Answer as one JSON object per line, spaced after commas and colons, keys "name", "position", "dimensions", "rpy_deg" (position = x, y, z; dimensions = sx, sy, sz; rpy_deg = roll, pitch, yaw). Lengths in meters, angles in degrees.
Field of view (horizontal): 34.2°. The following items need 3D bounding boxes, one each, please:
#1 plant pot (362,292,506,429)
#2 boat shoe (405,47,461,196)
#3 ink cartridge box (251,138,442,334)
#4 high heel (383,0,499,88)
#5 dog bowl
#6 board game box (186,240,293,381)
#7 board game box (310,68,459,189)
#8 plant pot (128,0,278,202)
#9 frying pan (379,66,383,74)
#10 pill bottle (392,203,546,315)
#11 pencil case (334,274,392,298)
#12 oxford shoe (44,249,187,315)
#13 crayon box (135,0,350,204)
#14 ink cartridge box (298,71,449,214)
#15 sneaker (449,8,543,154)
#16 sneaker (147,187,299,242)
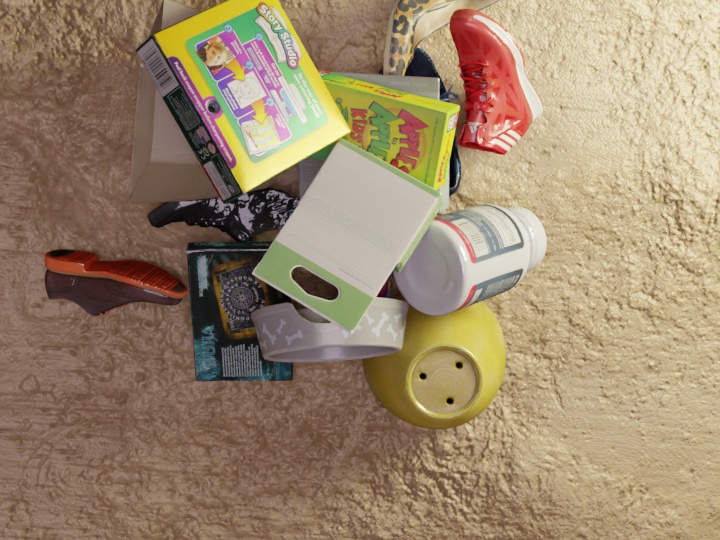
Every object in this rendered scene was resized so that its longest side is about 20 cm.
{"name": "plant pot", "position": [0.103, 0.129, 1.549], "dimensions": [0.199, 0.142, 0.201], "rpy_deg": [0, 100, -1]}
{"name": "boat shoe", "position": [0.099, -0.196, 1.521], "dimensions": [0.084, 0.069, 0.201], "rpy_deg": [-22, 95, -9]}
{"name": "ink cartridge box", "position": [-0.014, -0.039, 1.384], "dimensions": [0.145, 0.048, 0.200], "rpy_deg": [30, 80, 12]}
{"name": "high heel", "position": [0.108, -0.308, 1.483], "dimensions": [0.142, 0.071, 0.201], "rpy_deg": [13, 74, 1]}
{"name": "dog bowl", "position": [-0.037, 0.077, 1.468], "dimensions": [0.199, 0.200, 0.059], "rpy_deg": [-4, 79, -1]}
{"name": "board game box", "position": [-0.159, 0.056, 1.561], "dimensions": [0.135, 0.028, 0.201], "rpy_deg": [0, 116, -1]}
{"name": "board game box", "position": [0.014, -0.175, 1.442], "dimensions": [0.199, 0.048, 0.102], "rpy_deg": [17, 113, 18]}
{"name": "plant pot", "position": [-0.180, -0.191, 1.446], "dimensions": [0.177, 0.200, 0.201], "rpy_deg": [7, 76, -17]}
{"name": "frying pan", "position": [0.043, -0.162, 1.556], "dimensions": [0.115, 0.031, 0.190], "rpy_deg": [23, 102, -7]}
{"name": "pill bottle", "position": [0.146, -0.021, 1.491], "dimensions": [0.119, 0.200, 0.120], "rpy_deg": [13, 110, 40]}
{"name": "pencil case", "position": [0.000, 0.000, 1.493], "dimensions": [0.088, 0.200, 0.089], "rpy_deg": [-1, 81, 4]}
{"name": "oxford shoe", "position": [-0.325, 0.025, 1.554], "dimensions": [0.199, 0.071, 0.073], "rpy_deg": [12, 107, 13]}
{"name": "crayon box", "position": [-0.131, -0.205, 1.341], "dimensions": [0.172, 0.058, 0.200], "rpy_deg": [-34, 98, -34]}
{"name": "ink cartridge box", "position": [0.015, -0.167, 1.496], "dimensions": [0.199, 0.044, 0.174], "rpy_deg": [7, 109, 22]}
{"name": "sneaker", "position": [0.155, -0.224, 1.470], "dimensions": [0.200, 0.078, 0.116], "rpy_deg": [48, 65, -34]}
{"name": "sneaker", "position": [-0.173, -0.070, 1.548], "dimensions": [0.199, 0.060, 0.104], "rpy_deg": [-24, 96, 0]}
